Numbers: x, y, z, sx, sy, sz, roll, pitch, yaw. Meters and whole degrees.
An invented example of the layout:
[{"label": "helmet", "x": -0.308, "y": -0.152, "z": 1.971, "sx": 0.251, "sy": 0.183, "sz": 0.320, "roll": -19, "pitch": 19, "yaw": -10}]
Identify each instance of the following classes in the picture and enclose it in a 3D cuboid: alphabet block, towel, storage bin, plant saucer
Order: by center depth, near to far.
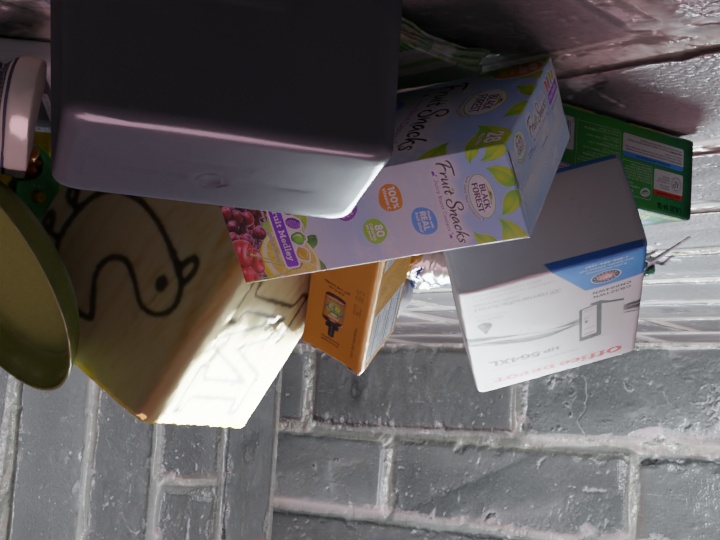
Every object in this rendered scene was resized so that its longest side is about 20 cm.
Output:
[{"label": "storage bin", "x": -0.064, "y": -0.112, "z": 0.570, "sx": 0.197, "sy": 0.136, "sz": 0.146, "roll": 5, "pitch": 158, "yaw": -18}, {"label": "towel", "x": -0.030, "y": -0.152, "z": 0.762, "sx": 0.151, "sy": 0.024, "sz": 0.198, "roll": -3, "pitch": 171, "yaw": 43}, {"label": "plant saucer", "x": -0.278, "y": -0.001, "z": 0.897, "sx": 0.198, "sy": 0.202, "sz": 0.031, "roll": -5, "pitch": -155, "yaw": 49}, {"label": "alphabet block", "x": -0.154, "y": 0.000, "z": 1.013, "sx": 0.194, "sy": 0.201, "sz": 0.196, "roll": 35, "pitch": -176, "yaw": 24}]

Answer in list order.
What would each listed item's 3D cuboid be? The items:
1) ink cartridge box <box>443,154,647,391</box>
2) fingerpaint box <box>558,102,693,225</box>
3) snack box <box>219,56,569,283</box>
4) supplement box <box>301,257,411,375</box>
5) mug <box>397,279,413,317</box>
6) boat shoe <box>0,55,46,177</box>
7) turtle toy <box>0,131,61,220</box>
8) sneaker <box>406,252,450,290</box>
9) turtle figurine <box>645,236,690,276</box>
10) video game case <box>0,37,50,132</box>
[{"label": "ink cartridge box", "x": 0.145, "y": 0.009, "z": 0.923, "sx": 0.144, "sy": 0.085, "sz": 0.201, "roll": -15, "pitch": 151, "yaw": 4}, {"label": "fingerpaint box", "x": 0.154, "y": -0.081, "z": 0.988, "sx": 0.198, "sy": 0.075, "sz": 0.166, "roll": 9, "pitch": 171, "yaw": -35}, {"label": "snack box", "x": 0.029, "y": -0.069, "z": 0.779, "sx": 0.197, "sy": 0.069, "sz": 0.169, "roll": -9, "pitch": -156, "yaw": 23}, {"label": "supplement box", "x": 0.000, "y": 0.000, "z": 0.979, "sx": 0.066, "sy": 0.069, "sz": 0.201, "roll": 30, "pitch": 142, "yaw": 14}, {"label": "mug", "x": 0.002, "y": -0.026, "z": 1.170, "sx": 0.147, "sy": 0.156, "sz": 0.186, "roll": 1, "pitch": 172, "yaw": 13}, {"label": "boat shoe", "x": -0.276, "y": -0.111, "z": 0.822, "sx": 0.091, "sy": 0.076, "sz": 0.200, "roll": 13, "pitch": 168, "yaw": -17}, {"label": "turtle toy", "x": -0.355, "y": -0.070, "z": 1.023, "sx": 0.197, "sy": 0.148, "sz": 0.101, "roll": 5, "pitch": 176, "yaw": -7}, {"label": "sneaker", "x": 0.092, "y": -0.009, "z": 1.077, "sx": 0.087, "sy": 0.077, "sz": 0.200, "roll": 13, "pitch": -175, "yaw": 8}, {"label": "turtle figurine", "x": 0.235, "y": -0.020, "z": 1.144, "sx": 0.149, "sy": 0.201, "sz": 0.101, "roll": 10, "pitch": -149, "yaw": -51}, {"label": "video game case", "x": -0.323, "y": -0.148, "z": 0.915, "sx": 0.179, "sy": 0.024, "sz": 0.200, "roll": 5, "pitch": 172, "yaw": -9}]
